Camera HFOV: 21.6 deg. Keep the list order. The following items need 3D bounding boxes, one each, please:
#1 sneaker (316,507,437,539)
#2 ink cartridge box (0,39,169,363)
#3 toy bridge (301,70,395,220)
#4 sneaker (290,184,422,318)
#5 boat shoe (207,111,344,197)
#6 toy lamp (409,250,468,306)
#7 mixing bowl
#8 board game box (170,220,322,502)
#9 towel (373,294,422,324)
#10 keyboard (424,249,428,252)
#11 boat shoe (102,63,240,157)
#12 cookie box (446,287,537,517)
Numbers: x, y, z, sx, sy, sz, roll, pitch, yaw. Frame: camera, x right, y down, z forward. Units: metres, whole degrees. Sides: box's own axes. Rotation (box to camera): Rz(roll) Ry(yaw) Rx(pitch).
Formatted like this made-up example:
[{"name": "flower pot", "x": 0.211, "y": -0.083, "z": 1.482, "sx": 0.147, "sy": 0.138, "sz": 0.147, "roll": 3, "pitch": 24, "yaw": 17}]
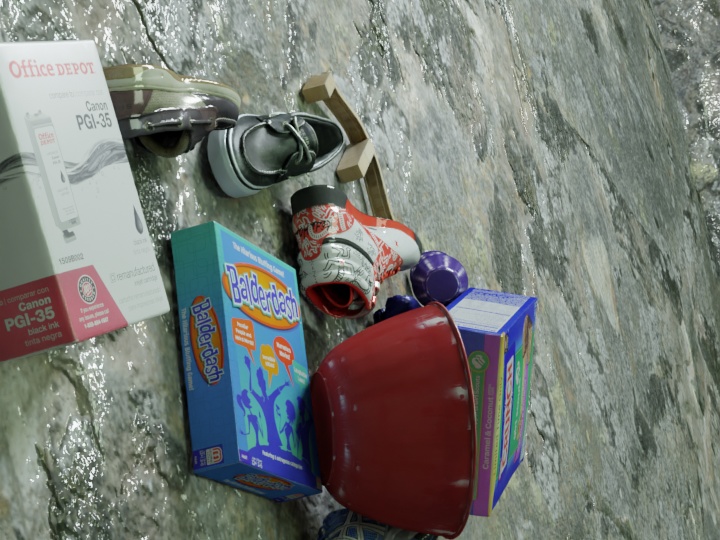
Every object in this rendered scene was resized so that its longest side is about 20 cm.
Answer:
[{"name": "sneaker", "x": -0.015, "y": 0.251, "z": 1.594, "sx": 0.200, "sy": 0.077, "sz": 0.076, "roll": -22, "pitch": 138, "yaw": -56}, {"name": "ink cartridge box", "x": -0.217, "y": -0.049, "z": 1.255, "sx": 0.146, "sy": 0.083, "sz": 0.201, "roll": -20, "pitch": 95, "yaw": -69}, {"name": "toy bridge", "x": -0.003, "y": -0.112, "z": 1.907, "sx": 0.067, "sy": 0.027, "sz": 0.200, "roll": -70, "pitch": 140, "yaw": -58}, {"name": "sneaker", "x": -0.001, "y": 0.000, "z": 1.787, "sx": 0.201, "sy": 0.067, "sz": 0.108, "roll": 30, "pitch": 49, "yaw": -57}, {"name": "boat shoe", "x": -0.072, "y": -0.114, "z": 1.676, "sx": 0.200, "sy": 0.071, "sz": 0.072, "roll": -33, "pitch": 107, "yaw": -67}, {"name": "toy lamp", "x": 0.077, "y": 0.010, "z": 1.904, "sx": 0.200, "sy": 0.058, "sz": 0.058, "roll": -78, "pitch": 152, "yaw": -89}, {"name": "mixing bowl", "x": 0.018, "y": 0.129, "z": 1.578, "sx": 0.200, "sy": 0.108, "sz": 0.201, "roll": 176, "pitch": -90, "yaw": -77}, {"name": "board game box", "x": -0.092, "y": 0.077, "z": 1.534, "sx": 0.152, "sy": 0.045, "sz": 0.201, "roll": 31, "pitch": 47, "yaw": -62}, {"name": "towel", "x": 0.058, "y": 0.138, "z": 1.873, "sx": 0.148, "sy": 0.049, "sz": 0.201, "roll": 51, "pitch": 30, "yaw": -60}, {"name": "keyboard", "x": 0.095, "y": 0.078, "z": 2.053, "sx": 0.056, "sy": 0.011, "sz": 0.201, "roll": 23, "pitch": 54, "yaw": -58}, {"name": "boat shoe", "x": -0.154, "y": -0.121, "z": 1.490, "sx": 0.200, "sy": 0.072, "sz": 0.065, "roll": 5, "pitch": 83, "yaw": -71}, {"name": "cookie box", "x": 0.109, "y": 0.118, "z": 1.757, "sx": 0.200, "sy": 0.075, "sz": 0.172, "roll": -33, "pitch": 128, "yaw": -73}]
